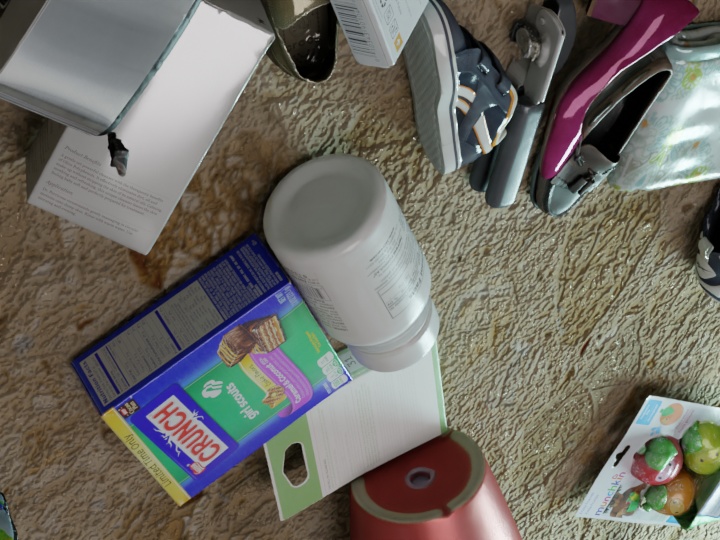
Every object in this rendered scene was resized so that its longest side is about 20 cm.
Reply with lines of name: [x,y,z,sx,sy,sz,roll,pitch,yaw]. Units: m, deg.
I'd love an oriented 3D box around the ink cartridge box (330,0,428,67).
ink cartridge box: [0.023,-0.293,1.247,0.201,0.043,0.199,-61,147,-26]

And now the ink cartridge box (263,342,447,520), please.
ink cartridge box: [-0.011,0.145,1.636,0.199,0.048,0.146,-26,137,-16]

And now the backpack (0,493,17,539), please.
backpack: [-0.353,0.280,1.413,0.153,0.163,0.201,20,108,-28]

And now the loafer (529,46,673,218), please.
loafer: [0.224,-0.129,1.558,0.071,0.063,0.201,3,123,-40]

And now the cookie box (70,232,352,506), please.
cookie box: [-0.129,0.091,1.478,0.199,0.075,0.172,-35,140,-4]

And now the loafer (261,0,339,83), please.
loafer: [-0.045,-0.226,1.264,0.076,0.068,0.201,-28,138,-14]

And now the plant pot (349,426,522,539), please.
plant pot: [0.073,0.272,1.718,0.199,0.200,0.179,-25,128,-16]

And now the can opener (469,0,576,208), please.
can opener: [0.150,-0.148,1.493,0.066,0.053,0.201,-7,130,-34]

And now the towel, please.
towel: [0.346,-0.163,1.634,0.198,0.048,0.172,-10,130,-30]

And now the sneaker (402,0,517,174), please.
sneaker: [0.084,-0.169,1.409,0.079,0.079,0.201,-26,149,-9]

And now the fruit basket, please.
fruit basket: [0.375,0.237,1.977,0.199,0.094,0.186,8,120,-37]

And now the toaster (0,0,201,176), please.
toaster: [-0.190,-0.202,1.080,0.118,0.200,0.181,15,117,-49]

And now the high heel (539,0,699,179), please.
high heel: [0.228,-0.163,1.497,0.095,0.068,0.202,19,117,0]

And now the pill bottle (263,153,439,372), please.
pill bottle: [0.000,0.000,1.464,0.114,0.115,0.201,-35,139,-5]

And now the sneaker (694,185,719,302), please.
sneaker: [0.437,-0.060,1.767,0.198,0.080,0.130,-31,148,4]

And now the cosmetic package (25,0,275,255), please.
cosmetic package: [-0.159,-0.127,1.233,0.107,0.085,0.201,26,109,-23]
